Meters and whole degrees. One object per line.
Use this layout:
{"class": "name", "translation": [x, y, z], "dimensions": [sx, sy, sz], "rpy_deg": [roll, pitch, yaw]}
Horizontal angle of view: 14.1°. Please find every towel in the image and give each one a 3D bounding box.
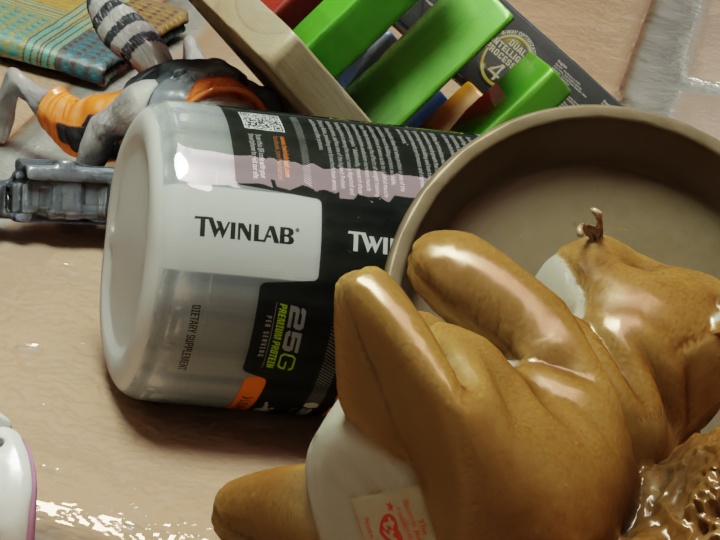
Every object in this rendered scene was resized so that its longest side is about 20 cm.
{"class": "towel", "translation": [-0.210, -0.150, 1.630], "dimensions": [0.199, 0.022, 0.147], "rpy_deg": [18, 22, 11]}

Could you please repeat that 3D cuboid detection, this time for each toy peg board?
{"class": "toy peg board", "translation": [0.014, -0.095, 1.338], "dimensions": [0.200, 0.098, 0.199], "rpy_deg": [48, -1, -32]}

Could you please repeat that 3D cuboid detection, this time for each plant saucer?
{"class": "plant saucer", "translation": [0.099, 0.033, 1.128], "dimensions": [0.199, 0.201, 0.029], "rpy_deg": [6, -21, -15]}

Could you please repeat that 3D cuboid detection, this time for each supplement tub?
{"class": "supplement tub", "translation": [0.000, 0.000, 1.192], "dimensions": [0.199, 0.123, 0.123], "rpy_deg": [5, 21, -15]}

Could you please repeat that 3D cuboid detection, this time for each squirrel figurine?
{"class": "squirrel figurine", "translation": [0.084, 0.071, 1.020], "dimensions": [0.186, 0.142, 0.200], "rpy_deg": [-22, 56, -42]}

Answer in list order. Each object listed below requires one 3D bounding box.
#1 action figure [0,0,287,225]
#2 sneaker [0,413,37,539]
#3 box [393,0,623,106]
{"class": "action figure", "translation": [-0.112, -0.073, 1.363], "dimensions": [0.199, 0.105, 0.193], "rpy_deg": [1, 14, -29]}
{"class": "sneaker", "translation": [-0.179, 0.056, 1.018], "dimensions": [0.088, 0.081, 0.200], "rpy_deg": [-6, 26, -22]}
{"class": "box", "translation": [0.066, -0.115, 1.508], "dimensions": [0.200, 0.049, 0.161], "rpy_deg": [38, 6, -30]}
